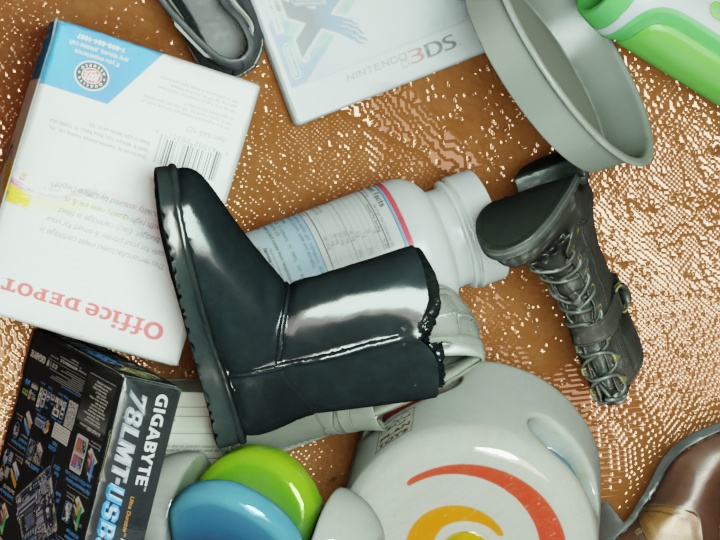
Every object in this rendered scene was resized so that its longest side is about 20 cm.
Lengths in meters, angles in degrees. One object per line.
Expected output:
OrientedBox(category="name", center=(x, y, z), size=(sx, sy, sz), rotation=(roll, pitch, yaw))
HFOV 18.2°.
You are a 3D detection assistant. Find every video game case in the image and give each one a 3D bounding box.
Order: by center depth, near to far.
OrientedBox(category="video game case", center=(0.001, -0.231, 1.630), size=(0.181, 0.022, 0.201), rotation=(-22, 97, -8))

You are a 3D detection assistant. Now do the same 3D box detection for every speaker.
OrientedBox(category="speaker", center=(0.258, -0.170, 1.641), size=(0.199, 0.088, 0.089), rotation=(29, 89, -19))

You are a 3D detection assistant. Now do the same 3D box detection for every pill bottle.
OrientedBox(category="pill bottle", center=(0.000, 0.000, 1.603), size=(0.199, 0.109, 0.110), rotation=(-20, 97, -9))

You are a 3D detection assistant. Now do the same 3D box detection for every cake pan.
OrientedBox(category="cake pan", center=(0.137, -0.152, 1.585), size=(0.037, 0.200, 0.201), rotation=(-33, 101, 22))

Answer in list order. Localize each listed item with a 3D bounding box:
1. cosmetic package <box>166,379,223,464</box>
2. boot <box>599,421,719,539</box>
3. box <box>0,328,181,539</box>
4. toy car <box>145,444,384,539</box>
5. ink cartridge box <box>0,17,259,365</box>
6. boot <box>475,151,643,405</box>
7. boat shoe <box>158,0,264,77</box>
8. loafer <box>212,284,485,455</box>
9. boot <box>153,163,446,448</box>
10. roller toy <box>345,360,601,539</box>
OrientedBox(category="cosmetic package", center=(-0.132, 0.181, 1.609), size=(0.103, 0.073, 0.202), rotation=(2, 93, -11))
OrientedBox(category="boot", center=(0.269, 0.227, 1.639), size=(0.188, 0.069, 0.200), rotation=(-34, 65, -6))
OrientedBox(category="box", center=(-0.199, 0.153, 1.530), size=(0.049, 0.200, 0.200), rotation=(12, 92, -27))
OrientedBox(category="toy car", center=(-0.089, 0.217, 1.487), size=(0.174, 0.150, 0.202), rotation=(14, 94, 17))
OrientedBox(category="ink cartridge box", center=(-0.174, -0.054, 1.548), size=(0.146, 0.145, 0.201), rotation=(18, 90, -12))
OrientedBox(category="boot", center=(0.155, 0.016, 1.589), size=(0.069, 0.200, 0.175), rotation=(-15, 103, 23))
OrientedBox(category="boat shoe", center=(-0.128, -0.228, 1.585), size=(0.072, 0.063, 0.201), rotation=(-30, 96, -4))
OrientedBox(category="loafer", center=(-0.008, 0.082, 1.544), size=(0.199, 0.070, 0.070), rotation=(-30, 141, 3))
OrientedBox(category="boot", center=(-0.037, 0.007, 1.465), size=(0.167, 0.076, 0.202), rotation=(-16, 106, -5))
OrientedBox(category="roller toy", center=(0.076, 0.169, 1.586), size=(0.198, 0.140, 0.184), rotation=(10, 115, 3))
